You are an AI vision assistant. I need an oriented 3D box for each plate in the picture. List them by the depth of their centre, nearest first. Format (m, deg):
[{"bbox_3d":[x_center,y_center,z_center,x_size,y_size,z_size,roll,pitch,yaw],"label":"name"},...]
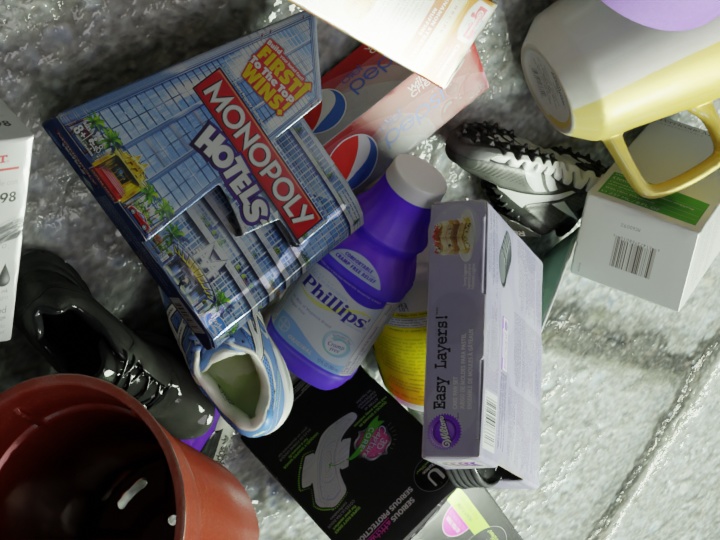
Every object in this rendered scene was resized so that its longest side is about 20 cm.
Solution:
[{"bbox_3d":[0.153,0.051,1.498,0.200,0.025,0.202,22,89,-84],"label":"plate"}]

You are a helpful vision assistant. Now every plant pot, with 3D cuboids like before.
[{"bbox_3d":[-0.174,0.192,1.185,0.201,0.200,0.195,-50,156,2],"label":"plant pot"}]

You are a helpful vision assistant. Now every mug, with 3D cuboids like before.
[{"bbox_3d":[0.226,-0.169,1.359,0.152,0.188,0.150,-28,158,-10],"label":"mug"}]

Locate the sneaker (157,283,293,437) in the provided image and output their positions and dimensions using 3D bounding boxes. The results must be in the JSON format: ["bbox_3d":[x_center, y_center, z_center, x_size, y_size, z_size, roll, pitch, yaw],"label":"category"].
[{"bbox_3d":[-0.105,0.032,1.229,0.075,0.077,0.202,-27,96,5],"label":"sneaker"}]

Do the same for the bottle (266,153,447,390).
[{"bbox_3d":[0.000,0.000,1.287,0.201,0.083,0.065,-57,175,31],"label":"bottle"}]

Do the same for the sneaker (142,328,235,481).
[{"bbox_3d":[-0.144,0.088,1.304,0.099,0.070,0.202,-2,119,-33],"label":"sneaker"}]

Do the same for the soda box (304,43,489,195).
[{"bbox_3d":[0.002,-0.119,1.278,0.199,0.063,0.070,-40,139,-11],"label":"soda box"}]

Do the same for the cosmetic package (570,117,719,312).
[{"bbox_3d":[0.272,-0.054,1.469,0.200,0.107,0.086,-46,150,-53],"label":"cosmetic package"}]

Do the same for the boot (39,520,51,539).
[{"bbox_3d":[-0.321,0.203,1.236,0.154,0.072,0.201,-37,133,-13],"label":"boot"}]

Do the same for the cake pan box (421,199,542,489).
[{"bbox_3d":[0.098,0.066,1.269,0.184,0.052,0.203,31,58,-65],"label":"cake pan box"}]

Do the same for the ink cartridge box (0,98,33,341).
[{"bbox_3d":[-0.284,-0.045,1.083,0.115,0.067,0.202,-10,126,-35],"label":"ink cartridge box"}]

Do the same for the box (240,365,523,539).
[{"bbox_3d":[0.020,0.190,1.422,0.124,0.200,0.149,-43,138,-5],"label":"box"}]

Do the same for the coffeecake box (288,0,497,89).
[{"bbox_3d":[-0.026,-0.217,1.111,0.199,0.153,0.073,22,106,-47],"label":"coffeecake box"}]

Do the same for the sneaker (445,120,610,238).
[{"bbox_3d":[0.138,-0.069,1.430,0.199,0.066,0.091,10,111,-47],"label":"sneaker"}]

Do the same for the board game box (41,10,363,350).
[{"bbox_3d":[-0.085,-0.083,1.170,0.199,0.062,0.201,-40,103,-17],"label":"board game box"}]

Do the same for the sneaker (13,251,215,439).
[{"bbox_3d":[-0.182,0.072,1.209,0.200,0.091,0.076,38,94,-30],"label":"sneaker"}]

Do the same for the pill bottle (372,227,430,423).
[{"bbox_3d":[0.060,0.044,1.416,0.109,0.109,0.201,-32,136,-17],"label":"pill bottle"}]

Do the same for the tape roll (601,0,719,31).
[{"bbox_3d":[0.233,-0.288,1.255,0.198,0.202,0.066,-16,171,-32],"label":"tape roll"}]
